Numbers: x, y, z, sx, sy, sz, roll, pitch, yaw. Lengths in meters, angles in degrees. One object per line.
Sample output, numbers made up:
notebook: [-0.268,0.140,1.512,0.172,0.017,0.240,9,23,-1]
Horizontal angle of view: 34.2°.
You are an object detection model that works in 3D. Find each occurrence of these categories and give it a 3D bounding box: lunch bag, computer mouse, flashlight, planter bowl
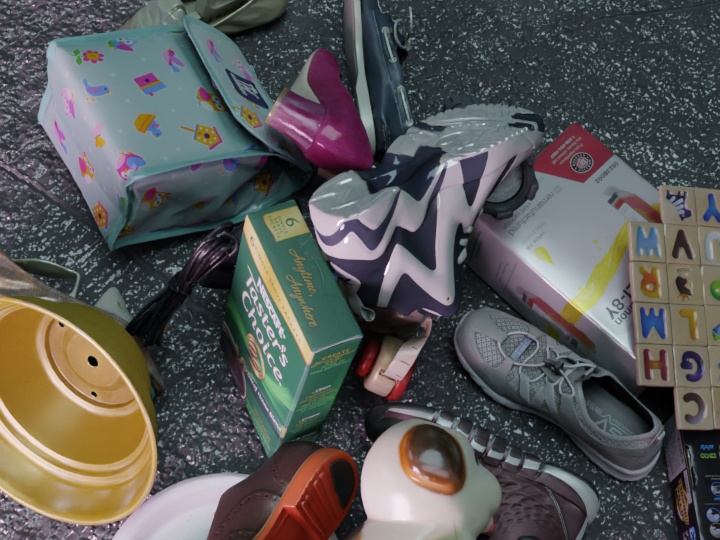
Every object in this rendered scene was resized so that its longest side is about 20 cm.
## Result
lunch bag: [-0.155,-0.127,1.024,0.198,0.122,0.171,-16,60,-32]
computer mouse: [-0.110,0.009,0.960,0.046,0.200,0.140,46,109,3]
flashlight: [0.101,-0.106,1.001,0.067,0.068,0.200,13,21,-11]
planter bowl: [-0.222,0.088,0.889,0.199,0.202,0.084,27,36,8]

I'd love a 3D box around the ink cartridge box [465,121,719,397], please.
ink cartridge box: [0.209,-0.008,1.018,0.200,0.084,0.145,43,67,15]

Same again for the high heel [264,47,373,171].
high heel: [-0.020,-0.141,1.039,0.095,0.200,0.068,31,107,-4]

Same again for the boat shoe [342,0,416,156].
boat shoe: [0.020,-0.201,1.104,0.061,0.075,0.202,-4,65,-6]

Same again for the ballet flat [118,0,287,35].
ballet flat: [-0.159,-0.247,1.114,0.199,0.070,0.070,-29,69,-19]

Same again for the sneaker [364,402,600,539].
sneaker: [0.082,0.187,0.912,0.198,0.076,0.116,22,66,5]

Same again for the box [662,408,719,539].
box: [0.356,0.208,0.943,0.197,0.050,0.201,0,63,-6]

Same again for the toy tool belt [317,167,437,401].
toy tool belt: [0.000,0.000,0.964,0.122,0.125,0.201,23,55,-8]

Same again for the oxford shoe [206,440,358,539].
oxford shoe: [-0.084,0.206,0.849,0.072,0.072,0.200,13,48,42]

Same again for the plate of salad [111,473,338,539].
plate of salad: [-0.102,0.246,0.875,0.198,0.048,0.202,3,63,-5]

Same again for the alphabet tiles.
alphabet tiles: [0.295,0.030,0.961,0.165,0.006,0.202,4,76,-19]

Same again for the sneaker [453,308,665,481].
sneaker: [0.169,0.087,0.966,0.199,0.082,0.075,33,64,11]

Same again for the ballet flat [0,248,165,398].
ballet flat: [-0.236,0.035,0.961,0.198,0.068,0.068,27,56,6]

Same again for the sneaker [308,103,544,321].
sneaker: [0.060,-0.033,0.869,0.198,0.131,0.079,-34,40,-28]

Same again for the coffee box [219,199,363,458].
coffee box: [-0.060,0.052,0.892,0.044,0.201,0.124,-16,65,-23]

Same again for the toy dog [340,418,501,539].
toy dog: [0.026,0.206,0.831,0.192,0.140,0.202,24,75,3]
